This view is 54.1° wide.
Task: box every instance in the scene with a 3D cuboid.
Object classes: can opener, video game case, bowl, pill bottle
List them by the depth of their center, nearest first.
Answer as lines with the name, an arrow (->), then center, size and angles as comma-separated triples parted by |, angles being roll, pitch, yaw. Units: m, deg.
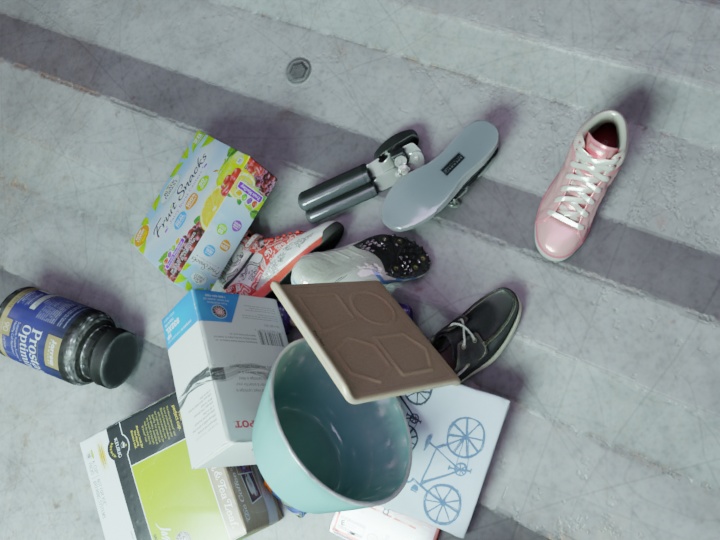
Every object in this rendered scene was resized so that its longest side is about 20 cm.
bowl -> -0.046, 0.190, 0.806 | 0.105, 0.198, 0.204 | -43, 70, 33
video game case -> 0.054, 0.275, 0.934 | 0.140, 0.017, 0.205 | 18, 84, 18
can opener -> 0.003, -0.132, 1.021 | 0.196, 0.053, 0.067 | -26, 39, 7
pill bottle -> -0.436, 0.103, 1.053 | 0.195, 0.112, 0.115 | 16, 83, 18

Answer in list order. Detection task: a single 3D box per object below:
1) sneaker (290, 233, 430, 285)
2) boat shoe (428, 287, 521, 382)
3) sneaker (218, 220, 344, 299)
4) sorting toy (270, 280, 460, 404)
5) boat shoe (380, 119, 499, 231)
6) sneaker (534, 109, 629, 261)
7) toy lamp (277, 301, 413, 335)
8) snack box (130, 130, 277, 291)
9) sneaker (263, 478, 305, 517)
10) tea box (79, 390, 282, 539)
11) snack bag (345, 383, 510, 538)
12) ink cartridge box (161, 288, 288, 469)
sneaker -> 0.000, 0.000, 0.978 | 0.194, 0.073, 0.074 | -9, 66, -6
boat shoe -> 0.133, 0.097, 0.919 | 0.199, 0.068, 0.072 | -42, 60, -3
sneaker -> -0.125, -0.031, 1.019 | 0.201, 0.067, 0.109 | -41, 74, 7
sorting toy -> 0.005, 0.081, 0.836 | 0.186, 0.197, 0.037 | 51, 122, 35
boat shoe -> 0.112, -0.121, 0.973 | 0.073, 0.068, 0.200 | 42, 85, 22
sneaker -> 0.283, -0.115, 0.906 | 0.074, 0.105, 0.204 | 28, 88, 16
toy lamp -> -0.025, 0.067, 0.978 | 0.194, 0.058, 0.060 | 1, 79, 15
snack box -> -0.232, -0.085, 1.027 | 0.167, 0.067, 0.203 | 31, 87, 46
sneaker -> -0.037, 0.248, 0.937 | 0.200, 0.075, 0.079 | -45, 71, 15
tea box -> -0.239, 0.284, 0.951 | 0.193, 0.133, 0.204 | -26, 74, 9
snack bag -> 0.068, 0.219, 0.885 | 0.195, 0.021, 0.194 | 18, 99, 4
ink cartridge box -> -0.157, 0.138, 0.900 | 0.083, 0.143, 0.204 | -37, 60, 31
